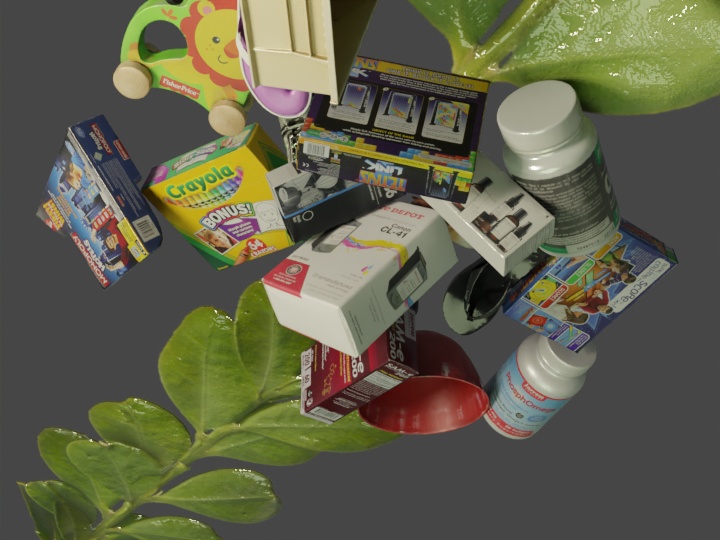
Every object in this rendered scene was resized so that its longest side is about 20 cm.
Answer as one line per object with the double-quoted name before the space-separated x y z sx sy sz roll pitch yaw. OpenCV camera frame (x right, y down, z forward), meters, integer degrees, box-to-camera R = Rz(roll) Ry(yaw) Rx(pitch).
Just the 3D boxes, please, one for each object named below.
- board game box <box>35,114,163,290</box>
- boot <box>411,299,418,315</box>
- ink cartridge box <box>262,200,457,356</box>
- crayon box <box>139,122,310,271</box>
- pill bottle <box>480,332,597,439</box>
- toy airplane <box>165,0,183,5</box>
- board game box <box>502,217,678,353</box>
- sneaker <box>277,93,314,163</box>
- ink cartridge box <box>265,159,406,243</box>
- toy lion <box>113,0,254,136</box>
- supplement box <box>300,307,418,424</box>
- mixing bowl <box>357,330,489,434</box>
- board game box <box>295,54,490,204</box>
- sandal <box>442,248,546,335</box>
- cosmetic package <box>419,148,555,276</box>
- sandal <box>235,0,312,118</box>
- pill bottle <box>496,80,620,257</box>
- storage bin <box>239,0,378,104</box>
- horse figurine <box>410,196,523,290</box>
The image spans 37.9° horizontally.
"board game box" -0.371 -0.083 1.476 0.200 0.062 0.200 -29 93 49
"boot" -0.033 0.024 1.527 0.168 0.076 0.200 -18 135 28
"ink cartridge box" 0.000 0.000 1.326 0.148 0.200 0.086 17 140 43
"crayon box" -0.173 -0.096 1.450 0.200 0.058 0.173 -18 129 33
"pill bottle" 0.266 0.161 1.564 0.109 0.109 0.200 22 139 -7
"toy airplane" -0.217 -0.377 1.090 0.200 0.141 0.199 8 173 -12
"board game box" 0.304 0.016 1.406 0.135 0.034 0.200 28 125 -21
"sneaker" -0.059 -0.152 1.333 0.078 0.085 0.200 -3 135 21
"ink cartridge box" -0.012 -0.116 1.314 0.200 0.039 0.100 -26 133 -7
"toy lion" -0.181 -0.270 1.263 0.200 0.069 0.192 20 132 -7
"supplement box" -0.005 0.133 1.521 0.061 0.109 0.200 25 136 -33
"mixing bowl" 0.094 0.161 1.603 0.200 0.109 0.200 0 147 0
"board game box" 0.040 -0.169 1.221 0.200 0.165 0.057 13 138 3
"sandal" 0.171 0.018 1.401 0.076 0.043 0.200 28 128 -8
"cosmetic package" 0.133 -0.093 1.254 0.200 0.083 0.051 46 165 24
"sandal" -0.106 -0.259 1.202 0.082 0.050 0.203 -7 125 8
"pill bottle" 0.236 -0.120 1.257 0.113 0.113 0.200 -7 135 24
"storage bin" -0.047 -0.313 1.063 0.094 0.200 0.199 9 139 11
"horse figurine" 0.146 -0.038 1.425 0.200 0.050 0.133 21 144 -4
